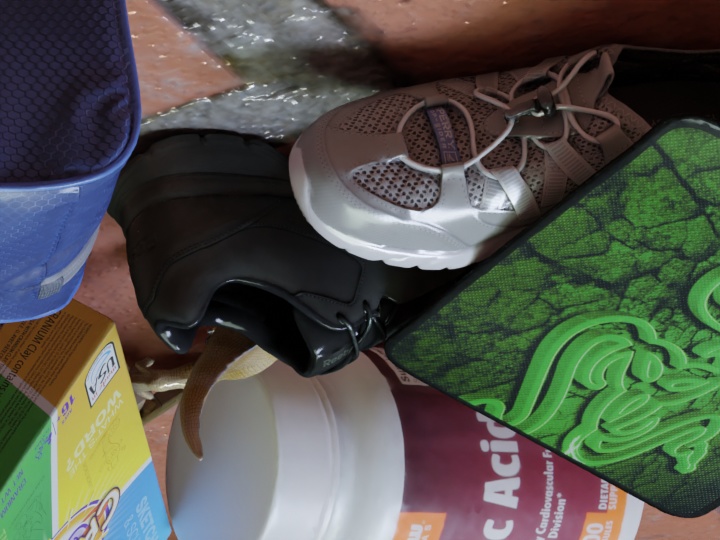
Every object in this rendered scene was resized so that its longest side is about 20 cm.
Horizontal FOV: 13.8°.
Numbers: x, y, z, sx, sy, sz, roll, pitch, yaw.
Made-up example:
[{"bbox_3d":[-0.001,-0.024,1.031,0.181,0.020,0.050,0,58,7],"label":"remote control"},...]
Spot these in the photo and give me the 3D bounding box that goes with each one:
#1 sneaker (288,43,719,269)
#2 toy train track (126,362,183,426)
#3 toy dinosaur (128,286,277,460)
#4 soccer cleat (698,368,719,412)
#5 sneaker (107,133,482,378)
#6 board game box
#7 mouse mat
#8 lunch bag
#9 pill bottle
[{"bbox_3d":[0.068,-0.057,1.117,0.199,0.075,0.082,-10,152,-20],"label":"sneaker"},{"bbox_3d":[-0.133,0.080,1.397,0.114,0.033,0.200,-33,172,-21],"label":"toy train track"},{"bbox_3d":[-0.048,0.025,1.229,0.101,0.059,0.200,-1,-168,31],"label":"toy dinosaur"},{"bbox_3d":[0.171,-0.027,1.125,0.073,0.068,0.200,15,128,-33],"label":"soccer cleat"},{"bbox_3d":[0.000,0.000,1.185,0.199,0.091,0.076,-2,147,-14],"label":"sneaker"},{"bbox_3d":[-0.143,0.117,1.225,0.040,0.153,0.200,25,156,17],"label":"board game box"},{"bbox_3d":[0.123,0.023,1.123,0.161,0.008,0.200,29,140,-20],"label":"mouse mat"},{"bbox_3d":[-0.176,-0.053,0.967,0.199,0.136,0.132,0,155,-13],"label":"lunch bag"},{"bbox_3d":[0.020,0.092,1.352,0.199,0.115,0.114,5,154,-34],"label":"pill bottle"}]
